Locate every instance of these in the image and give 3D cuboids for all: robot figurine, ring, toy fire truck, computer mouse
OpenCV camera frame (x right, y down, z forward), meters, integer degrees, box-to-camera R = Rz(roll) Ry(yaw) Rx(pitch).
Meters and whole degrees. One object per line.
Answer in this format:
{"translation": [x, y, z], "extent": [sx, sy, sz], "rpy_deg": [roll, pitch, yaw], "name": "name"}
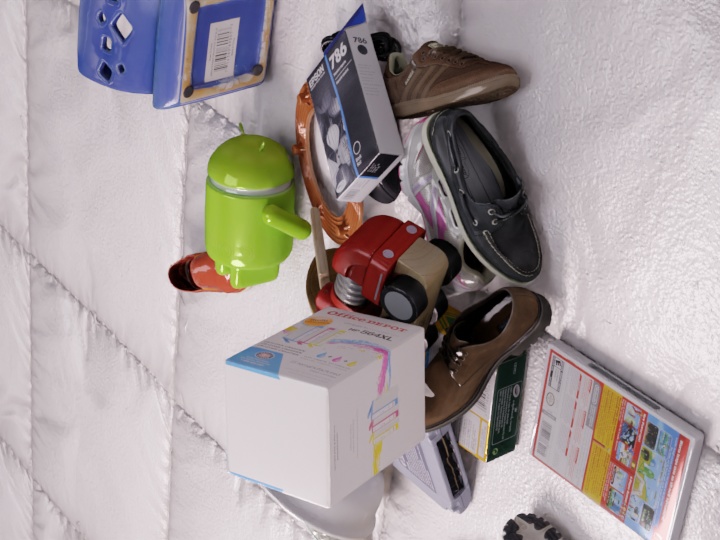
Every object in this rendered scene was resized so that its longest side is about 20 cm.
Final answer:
{"translation": [-0.141, -0.082, 1.763], "extent": [0.175, 0.114, 0.203], "rpy_deg": [38, 132, 50], "name": "robot figurine"}
{"translation": [-0.044, -0.127, 1.653], "extent": [0.200, 0.019, 0.204], "rpy_deg": [167, 90, -71], "name": "ring"}
{"translation": [0.000, 0.000, 1.495], "extent": [0.199, 0.129, 0.177], "rpy_deg": [32, 139, 16], "name": "toy fire truck"}
{"translation": [-0.010, -0.180, 1.607], "extent": [0.140, 0.046, 0.203], "rpy_deg": [21, 120, 47], "name": "computer mouse"}

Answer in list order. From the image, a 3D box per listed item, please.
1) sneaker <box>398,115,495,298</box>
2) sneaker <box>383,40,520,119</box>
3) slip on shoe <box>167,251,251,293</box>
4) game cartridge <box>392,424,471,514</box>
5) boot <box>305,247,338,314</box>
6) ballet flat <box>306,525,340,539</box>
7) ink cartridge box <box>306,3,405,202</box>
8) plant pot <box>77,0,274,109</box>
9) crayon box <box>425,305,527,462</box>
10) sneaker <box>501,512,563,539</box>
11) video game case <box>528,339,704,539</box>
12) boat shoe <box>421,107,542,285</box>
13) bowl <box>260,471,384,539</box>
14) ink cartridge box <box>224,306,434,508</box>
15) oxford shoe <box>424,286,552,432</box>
{"translation": [0.105, -0.068, 1.476], "extent": [0.088, 0.081, 0.203], "rpy_deg": [5, 115, 51], "name": "sneaker"}
{"translation": [0.085, -0.206, 1.450], "extent": [0.199, 0.070, 0.077], "rpy_deg": [-6, 92, 52], "name": "sneaker"}
{"translation": [-0.204, 0.001, 1.929], "extent": [0.199, 0.061, 0.075], "rpy_deg": [-6, 97, 53], "name": "slip on shoe"}
{"translation": [0.060, 0.190, 1.597], "extent": [0.132, 0.041, 0.201], "rpy_deg": [32, 155, 34], "name": "game cartridge"}
{"translation": [-0.020, 0.088, 1.693], "extent": [0.157, 0.072, 0.202], "rpy_deg": [83, 176, -48], "name": "boot"}
{"translation": [-0.054, 0.306, 1.846], "extent": [0.200, 0.071, 0.072], "rpy_deg": [46, 136, 33], "name": "ballet flat"}
{"translation": [-0.012, -0.187, 1.519], "extent": [0.099, 0.039, 0.202], "rpy_deg": [-46, 50, 48], "name": "ink cartridge box"}
{"translation": [-0.219, -0.317, 1.716], "extent": [0.179, 0.199, 0.202], "rpy_deg": [35, 129, 33], "name": "plant pot"}
{"translation": [0.098, 0.112, 1.571], "extent": [0.199, 0.051, 0.127], "rpy_deg": [31, 127, 43], "name": "crayon box"}
{"translation": [0.225, 0.350, 1.495], "extent": [0.200, 0.077, 0.080], "rpy_deg": [51, 158, 35], "name": "sneaker"}
{"translation": [0.256, 0.178, 1.413], "extent": [0.199, 0.017, 0.145], "rpy_deg": [35, 129, 42], "name": "video game case"}
{"translation": [0.135, -0.078, 1.405], "extent": [0.201, 0.074, 0.066], "rpy_deg": [64, 154, -2], "name": "boat shoe"}
{"translation": [-0.041, 0.232, 1.720], "extent": [0.201, 0.200, 0.091], "rpy_deg": [47, 109, 32], "name": "bowl"}
{"translation": [-0.025, 0.125, 1.381], "extent": [0.127, 0.199, 0.127], "rpy_deg": [12, 113, 31], "name": "ink cartridge box"}
{"translation": [0.104, 0.087, 1.447], "extent": [0.201, 0.084, 0.073], "rpy_deg": [-50, 50, 15], "name": "oxford shoe"}
